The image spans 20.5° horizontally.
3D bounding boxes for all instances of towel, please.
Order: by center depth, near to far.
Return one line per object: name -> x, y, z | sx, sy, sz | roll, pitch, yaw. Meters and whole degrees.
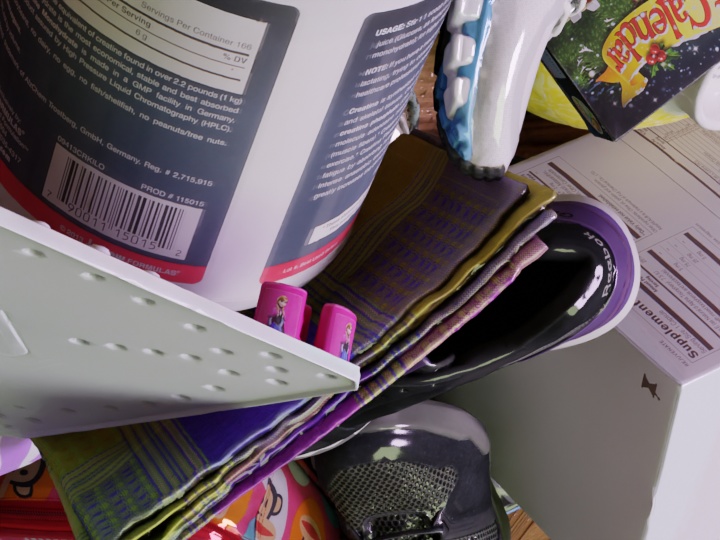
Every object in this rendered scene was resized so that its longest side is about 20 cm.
towel -> -0.029, 0.023, 0.711 | 0.200, 0.144, 0.023 | -38, 113, -4

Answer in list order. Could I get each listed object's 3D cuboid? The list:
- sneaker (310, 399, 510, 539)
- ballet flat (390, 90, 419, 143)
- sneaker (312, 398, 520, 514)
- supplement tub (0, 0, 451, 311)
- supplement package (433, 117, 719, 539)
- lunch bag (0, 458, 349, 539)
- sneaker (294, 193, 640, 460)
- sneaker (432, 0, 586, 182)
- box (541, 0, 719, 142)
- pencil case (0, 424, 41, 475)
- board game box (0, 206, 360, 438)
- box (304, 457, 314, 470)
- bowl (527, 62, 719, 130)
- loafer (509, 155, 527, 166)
sneaker -> 0.029, 0.132, 0.881 | 0.076, 0.115, 0.200 | -9, 149, 8
ballet flat -> 0.000, 0.000, 0.834 | 0.074, 0.074, 0.201 | -23, 124, -26
sneaker -> 0.043, 0.095, 1.010 | 0.199, 0.071, 0.083 | -30, 158, -9
supplement tub -> -0.042, -0.097, 0.638 | 0.140, 0.140, 0.200 | -16, 146, -36
supplement package -> 0.161, 0.024, 0.927 | 0.200, 0.151, 0.152 | -23, 139, -27
lunch bag -> -0.099, 0.126, 0.912 | 0.176, 0.082, 0.200 | 0, 150, 24
sneaker -> 0.004, 0.022, 0.754 | 0.199, 0.076, 0.088 | -24, 178, 14
sneaker -> 0.078, -0.124, 0.681 | 0.075, 0.086, 0.201 | 125, -21, -81
box -> 0.132, -0.163, 0.755 | 0.200, 0.137, 0.038 | -38, -171, -1
pencil case -> -0.179, 0.048, 0.767 | 0.200, 0.084, 0.086 | -20, 127, -33
board game box -> -0.133, 0.004, 0.623 | 0.200, 0.026, 0.200 | 26, 155, -37
box -> 0.002, 0.092, 1.081 | 0.160, 0.044, 0.200 | -36, 152, -4
bowl -> 0.142, -0.125, 0.851 | 0.200, 0.108, 0.200 | -29, 151, -18
loafer -> 0.000, -0.012, 0.924 | 0.200, 0.063, 0.072 | -25, 120, -32
